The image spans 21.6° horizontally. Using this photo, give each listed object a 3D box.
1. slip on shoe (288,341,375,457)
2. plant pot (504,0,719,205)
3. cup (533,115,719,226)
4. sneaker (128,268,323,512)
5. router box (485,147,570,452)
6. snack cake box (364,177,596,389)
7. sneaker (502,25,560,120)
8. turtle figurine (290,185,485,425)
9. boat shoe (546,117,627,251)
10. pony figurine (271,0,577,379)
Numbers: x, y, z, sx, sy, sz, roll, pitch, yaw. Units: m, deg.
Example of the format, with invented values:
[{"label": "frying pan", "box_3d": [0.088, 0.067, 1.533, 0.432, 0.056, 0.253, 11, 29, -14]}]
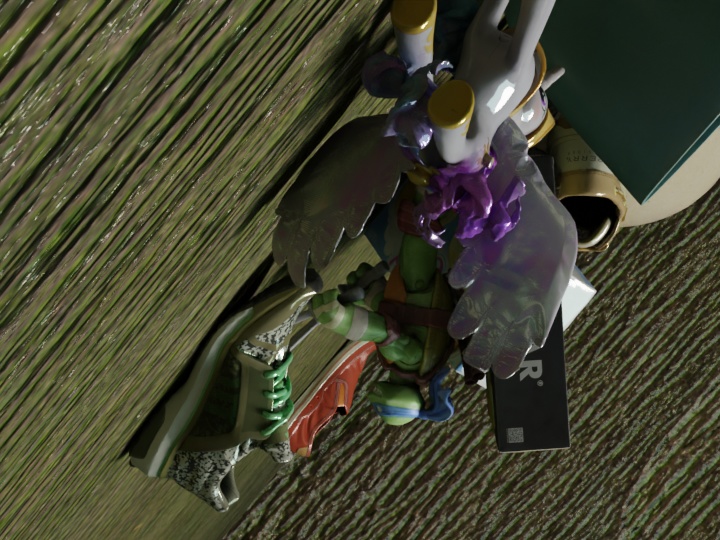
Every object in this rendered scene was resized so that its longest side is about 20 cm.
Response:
[{"label": "slip on shoe", "box_3d": [-0.034, 0.160, 2.450, 0.200, 0.061, 0.074, -50, 174, -19]}, {"label": "plant pot", "box_3d": [0.183, -0.167, 1.163, 0.201, 0.161, 0.201, -47, 173, -7]}, {"label": "cup", "box_3d": [0.201, -0.154, 1.495, 0.201, 0.200, 0.143, -49, 157, -8]}, {"label": "sneaker", "box_3d": [-0.067, 0.081, 1.234, 0.200, 0.088, 0.077, -53, 174, 31]}, {"label": "router box", "box_3d": [0.112, 0.016, 1.333, 0.157, 0.052, 0.202, -75, 161, -85]}, {"label": "snack cake box", "box_3d": [0.092, -0.007, 1.516, 0.115, 0.067, 0.200, -50, -142, 14]}, {"label": "sneaker", "box_3d": [0.145, -0.177, 1.366, 0.200, 0.074, 0.088, -50, 172, -23]}, {"label": "turtle figurine", "box_3d": [0.000, 0.000, 1.347, 0.144, 0.199, 0.195, 16, 92, -54]}, {"label": "boat shoe", "box_3d": [0.165, -0.049, 1.425, 0.200, 0.073, 0.067, 68, 26, -68]}, {"label": "pony figurine", "box_3d": [0.053, -0.068, 0.969, 0.194, 0.166, 0.200, -57, 162, -16]}]
